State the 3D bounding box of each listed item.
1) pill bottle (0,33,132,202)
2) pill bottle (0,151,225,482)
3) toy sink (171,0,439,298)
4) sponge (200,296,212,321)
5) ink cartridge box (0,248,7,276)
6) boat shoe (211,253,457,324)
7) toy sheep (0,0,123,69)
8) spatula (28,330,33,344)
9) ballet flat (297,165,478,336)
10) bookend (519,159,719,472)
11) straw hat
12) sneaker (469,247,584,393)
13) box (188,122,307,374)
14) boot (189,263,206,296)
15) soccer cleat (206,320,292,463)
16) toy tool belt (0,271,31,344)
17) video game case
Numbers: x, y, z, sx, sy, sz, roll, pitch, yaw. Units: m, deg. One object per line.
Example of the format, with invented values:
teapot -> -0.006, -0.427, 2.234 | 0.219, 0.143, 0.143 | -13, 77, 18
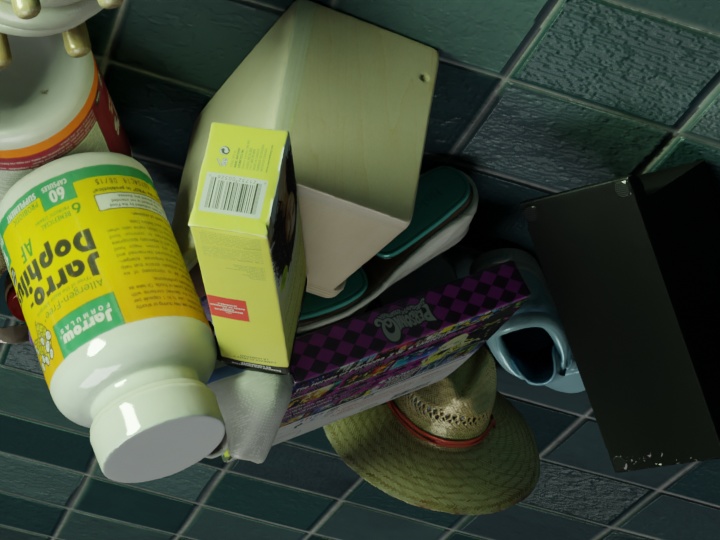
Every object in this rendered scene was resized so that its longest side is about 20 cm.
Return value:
pill bottle -> -0.217, -0.088, 1.490 | 0.109, 0.110, 0.200 | 6, 155, 10
pill bottle -> -0.159, 0.032, 1.410 | 0.113, 0.200, 0.113 | -18, 153, -10
toy sink -> -0.039, -0.067, 1.441 | 0.112, 0.131, 0.200 | 19, 153, -18
sponge -> -0.130, 0.055, 1.735 | 0.200, 0.112, 0.030 | -3, 128, 37
ink cartridge box -> -0.370, -0.027, 1.560 | 0.165, 0.075, 0.200 | -39, 99, 24
boat shoe -> -0.026, 0.028, 1.642 | 0.200, 0.070, 0.066 | -23, -169, -6
toy sheep -> -0.190, -0.193, 1.238 | 0.138, 0.138, 0.200 | 20, 159, -18
spatula -> -0.163, 0.023, 1.701 | 0.200, 0.021, 0.057 | -21, 162, -13
ballet flat -> 0.000, 0.000, 1.516 | 0.200, 0.069, 0.069 | -32, 157, -13
bookend -> 0.228, 0.007, 1.504 | 0.092, 0.199, 0.200 | -13, 102, 41
straw hat -> 0.068, 0.098, 1.742 | 0.201, 0.201, 0.085 | 15, 122, -8
sneaker -> 0.136, 0.064, 1.684 | 0.074, 0.082, 0.200 | -19, 145, 21
box -> -0.066, -0.010, 1.333 | 0.050, 0.075, 0.200 | 8, 156, 5
boot -> -0.074, -0.008, 1.582 | 0.200, 0.064, 0.186 | -2, -166, 31
soccer cleat -> -0.117, 0.080, 1.495 | 0.070, 0.087, 0.200 | 11, -177, -33
toy tool belt -> -0.329, -0.025, 1.695 | 0.199, 0.123, 0.125 | 7, 134, -15
video game case -> 0.005, 0.068, 1.576 | 0.200, 0.036, 0.181 | -20, 166, -26
